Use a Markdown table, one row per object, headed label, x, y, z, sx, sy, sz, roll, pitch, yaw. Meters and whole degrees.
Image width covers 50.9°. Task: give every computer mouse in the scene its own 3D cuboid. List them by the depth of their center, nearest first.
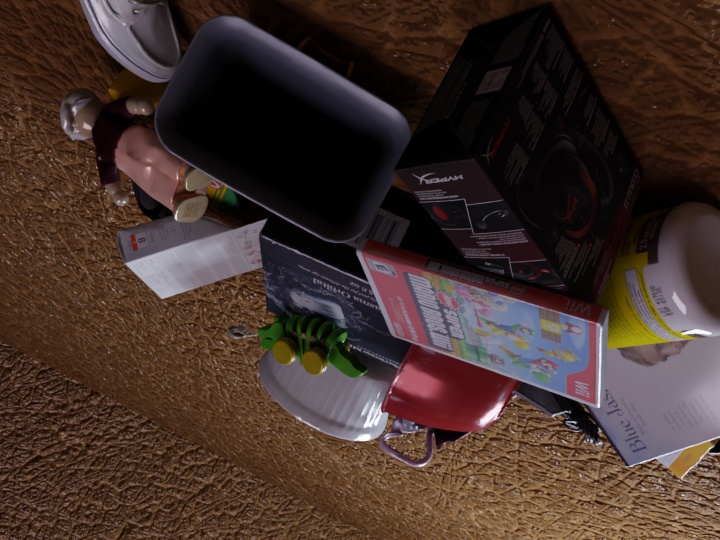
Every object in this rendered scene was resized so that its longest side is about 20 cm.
| label | x | y | z | sx | sy | sz | roll | pitch | yaw |
| --- | --- | --- | --- | --- | --- | --- | --- | --- | --- |
| computer mouse | 0.216 | 0.135 | 0.955 | 0.199 | 0.053 | 0.139 | 33 | -177 | -5 |

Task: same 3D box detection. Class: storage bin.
| label | x | y | z | sx | sy | sz | roll | pitch | yaw |
| --- | --- | --- | --- | --- | --- | --- | --- | --- | --- |
| storage bin | -0.062 | -0.127 | 0.686 | 0.199 | 0.146 | 0.134 | 29 | -179 | -4 |

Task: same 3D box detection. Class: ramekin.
| label | x | y | z | sx | sy | sz | roll | pitch | yaw |
| --- | --- | --- | --- | --- | --- | --- | --- | --- | --- |
| ramekin | -0.032 | 0.133 | 1.050 | 0.199 | 0.098 | 0.201 | 27 | -163 | -9 |

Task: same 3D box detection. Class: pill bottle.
| label | x | y | z | sx | sy | sz | roll | pitch | yaw |
| --- | --- | --- | --- | --- | --- | --- | --- | --- | --- |
| pill bottle | 0.227 | 0.014 | 0.673 | 0.109 | 0.110 | 0.200 | 38 | 152 | -21 |

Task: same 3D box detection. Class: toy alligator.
| label | x | y | z | sx | sy | sz | roll | pitch | yaw |
| --- | --- | --- | --- | --- | --- | --- | --- | --- | --- |
| toy alligator | -0.078 | 0.073 | 0.876 | 0.199 | 0.059 | 0.055 | 15 | 111 | 29 |

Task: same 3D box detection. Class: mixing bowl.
| label | x | y | z | sx | sy | sz | roll | pitch | yaw |
| --- | --- | --- | --- | --- | --- | --- | --- | --- | --- |
| mixing bowl | 0.119 | 0.092 | 0.798 | 0.108 | 0.201 | 0.201 | 31 | 155 | 13 |

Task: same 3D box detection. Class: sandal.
| label | x | y | z | sx | sy | sz | roll | pitch | yaw |
| --- | --- | --- | --- | --- | --- | --- | --- | --- | --- |
| sandal | -0.227 | -0.095 | 0.860 | 0.075 | 0.048 | 0.200 | 33 | 153 | -10 |

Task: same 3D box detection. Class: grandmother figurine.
| label | x | y | z | sx | sy | sz | roll | pitch | yaw |
| --- | --- | --- | --- | --- | --- | --- | --- | --- | --- |
| grandmother figurine | -0.236 | -0.124 | 0.776 | 0.200 | 0.122 | 0.060 | 36 | -161 | 21 |

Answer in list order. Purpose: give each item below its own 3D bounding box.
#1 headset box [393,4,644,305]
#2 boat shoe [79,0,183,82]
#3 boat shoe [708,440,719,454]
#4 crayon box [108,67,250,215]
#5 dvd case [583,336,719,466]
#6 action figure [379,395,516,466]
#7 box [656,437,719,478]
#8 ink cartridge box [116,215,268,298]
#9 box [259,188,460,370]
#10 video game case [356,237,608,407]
| label | x | y | z | sx | sy | sz | roll | pitch | yaw |
| --- | --- | --- | --- | --- | --- | --- | --- | --- | --- |
| headset box | 0.133 | -0.066 | 0.572 | 0.075 | 0.149 | 0.200 | -1 | 143 | 47 |
| boat shoe | -0.204 | -0.245 | 0.650 | 0.066 | 0.074 | 0.200 | 11 | 149 | 35 |
| boat shoe | 0.418 | 0.146 | 0.783 | 0.072 | 0.063 | 0.200 | 26 | 154 | 1 |
| crayon box | -0.193 | -0.153 | 0.835 | 0.126 | 0.051 | 0.200 | 20 | 152 | 17 |
| dvd case | 0.303 | 0.109 | 0.757 | 0.143 | 0.017 | 0.200 | 56 | 139 | 7 |
| action figure | 0.127 | 0.194 | 1.050 | 0.133 | 0.150 | 0.200 | 32 | -173 | 10 |
| box | 0.301 | 0.137 | 0.851 | 0.200 | 0.041 | 0.119 | 42 | 161 | 25 |
| ink cartridge box | -0.178 | -0.035 | 0.933 | 0.162 | 0.199 | 0.050 | 88 | 160 | -74 |
| box | 0.000 | 0.000 | 0.856 | 0.196 | 0.118 | 0.200 | 24 | 155 | 7 |
| video game case | 0.100 | 0.044 | 0.619 | 0.199 | 0.018 | 0.143 | 17 | 153 | 26 |
